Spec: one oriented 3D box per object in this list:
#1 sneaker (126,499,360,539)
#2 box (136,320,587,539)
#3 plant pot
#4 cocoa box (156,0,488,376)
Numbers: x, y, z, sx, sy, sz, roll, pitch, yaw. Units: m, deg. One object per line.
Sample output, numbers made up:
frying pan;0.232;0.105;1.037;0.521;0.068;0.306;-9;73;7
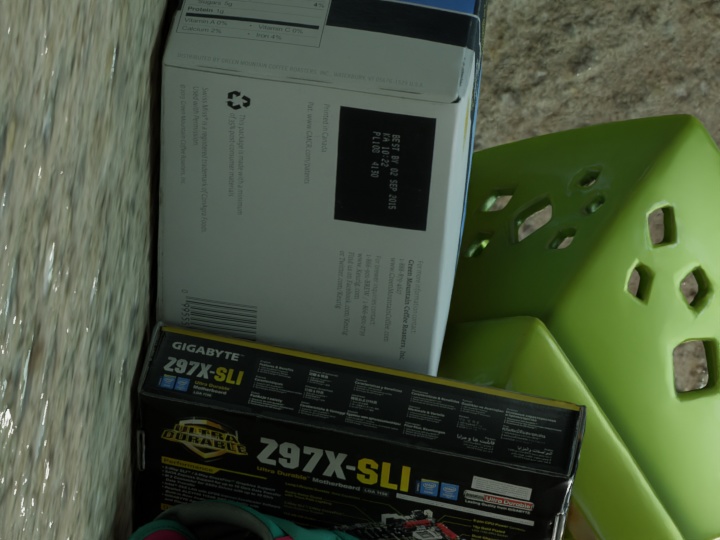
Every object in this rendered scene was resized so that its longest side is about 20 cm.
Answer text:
sneaker;-0.075;0.169;1.333;0.200;0.121;0.084;-37;-140;33
box;-0.004;0.109;1.356;0.160;0.200;0.049;95;8;-47
plant pot;0.100;0.062;1.462;0.182;0.199;0.200;-49;115;-36
cocoa box;-0.016;-0.057;1.320;0.200;0.133;0.131;94;5;-47
